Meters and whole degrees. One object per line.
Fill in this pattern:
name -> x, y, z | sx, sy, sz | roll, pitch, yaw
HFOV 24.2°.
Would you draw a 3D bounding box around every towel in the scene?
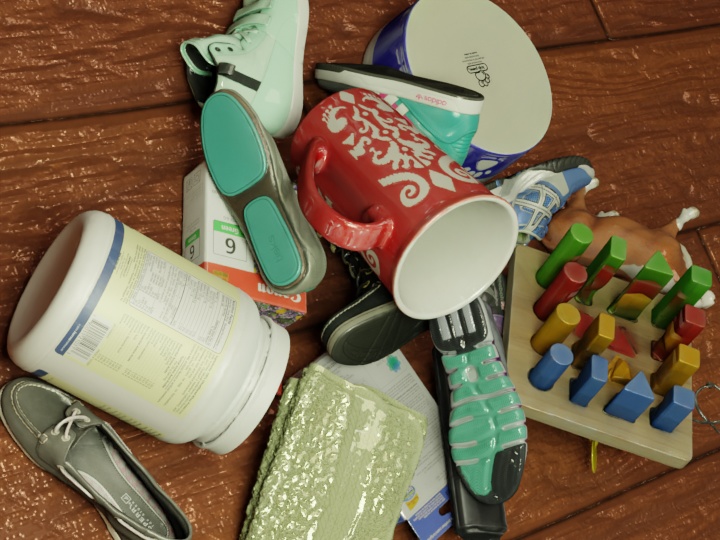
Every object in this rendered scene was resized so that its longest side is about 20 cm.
towel -> -0.025, 0.195, 1.472 | 0.148, 0.036, 0.200 | 24, 78, -25

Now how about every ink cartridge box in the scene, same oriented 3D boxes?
ink cartridge box -> -0.106, 0.005, 1.537 | 0.109, 0.050, 0.200 | 15, 59, -31
ink cartridge box -> 0.028, 0.154, 1.571 | 0.200, 0.042, 0.119 | 54, 45, 1

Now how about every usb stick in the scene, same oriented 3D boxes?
usb stick -> 0.102, 0.158, 1.582 | 0.055, 0.033, 0.200 | 8, 61, -28

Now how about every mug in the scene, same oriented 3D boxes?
mug -> 0.022, -0.077, 1.508 | 0.200, 0.133, 0.178 | 49, 7, 37

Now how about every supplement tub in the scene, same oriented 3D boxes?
supplement tub -> -0.174, 0.055, 1.395 | 0.200, 0.145, 0.145 | 30, 53, -21

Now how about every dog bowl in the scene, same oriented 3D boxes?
dog bowl -> 0.104, -0.194, 1.780 | 0.200, 0.079, 0.200 | 17, 59, -30

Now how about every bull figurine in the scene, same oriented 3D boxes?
bull figurine -> 0.295, -0.027, 1.803 | 0.200, 0.065, 0.121 | 22, 44, 14

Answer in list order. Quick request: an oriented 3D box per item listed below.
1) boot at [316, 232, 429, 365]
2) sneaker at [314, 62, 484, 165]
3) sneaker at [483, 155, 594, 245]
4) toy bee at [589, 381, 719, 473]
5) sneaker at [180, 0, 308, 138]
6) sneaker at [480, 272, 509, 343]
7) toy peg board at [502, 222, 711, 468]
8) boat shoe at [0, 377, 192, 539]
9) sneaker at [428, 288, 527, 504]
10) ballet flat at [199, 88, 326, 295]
boot -> 0.000, 0.001, 1.583 | 0.154, 0.073, 0.204 | 44, 42, 21
sneaker -> 0.030, -0.137, 1.675 | 0.084, 0.200, 0.121 | -7, 112, -49
sneaker -> 0.174, -0.067, 1.781 | 0.200, 0.076, 0.077 | -24, 90, -32
toy bee -> 0.260, 0.154, 1.723 | 0.200, 0.109, 0.131 | 28, 58, 7
sneaker -> -0.116, -0.235, 1.632 | 0.118, 0.074, 0.200 | 15, 62, -39
sneaker -> 0.109, 0.014, 1.695 | 0.088, 0.076, 0.200 | -15, 83, -53
toy peg board -> 0.249, 0.060, 1.634 | 0.200, 0.098, 0.199 | 19, 48, -11
boat shoe -> -0.211, 0.158, 1.375 | 0.200, 0.057, 0.067 | 49, 48, -7
sneaker -> 0.121, 0.114, 1.556 | 0.088, 0.074, 0.200 | 6, 73, -68
ballet flat -> -0.089, -0.069, 1.525 | 0.064, 0.067, 0.200 | -1, 66, -66
